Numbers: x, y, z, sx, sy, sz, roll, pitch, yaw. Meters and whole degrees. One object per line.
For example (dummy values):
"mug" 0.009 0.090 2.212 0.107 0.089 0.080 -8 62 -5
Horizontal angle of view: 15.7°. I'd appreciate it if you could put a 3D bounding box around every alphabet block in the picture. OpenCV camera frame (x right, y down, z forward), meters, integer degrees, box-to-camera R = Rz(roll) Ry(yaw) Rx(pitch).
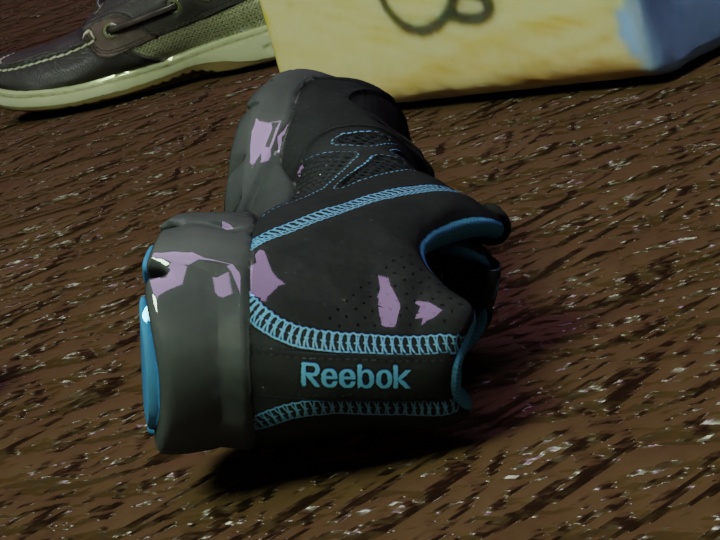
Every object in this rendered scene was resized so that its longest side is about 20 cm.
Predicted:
"alphabet block" 0.077 -0.187 1.067 0.200 0.196 0.196 -3 16 46

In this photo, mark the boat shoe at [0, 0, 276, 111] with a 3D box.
"boat shoe" -0.097 -0.128 1.304 0.199 0.065 0.073 -13 15 17

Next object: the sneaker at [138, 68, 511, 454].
"sneaker" 0.000 0.000 0.690 0.082 0.073 0.200 3 22 8
